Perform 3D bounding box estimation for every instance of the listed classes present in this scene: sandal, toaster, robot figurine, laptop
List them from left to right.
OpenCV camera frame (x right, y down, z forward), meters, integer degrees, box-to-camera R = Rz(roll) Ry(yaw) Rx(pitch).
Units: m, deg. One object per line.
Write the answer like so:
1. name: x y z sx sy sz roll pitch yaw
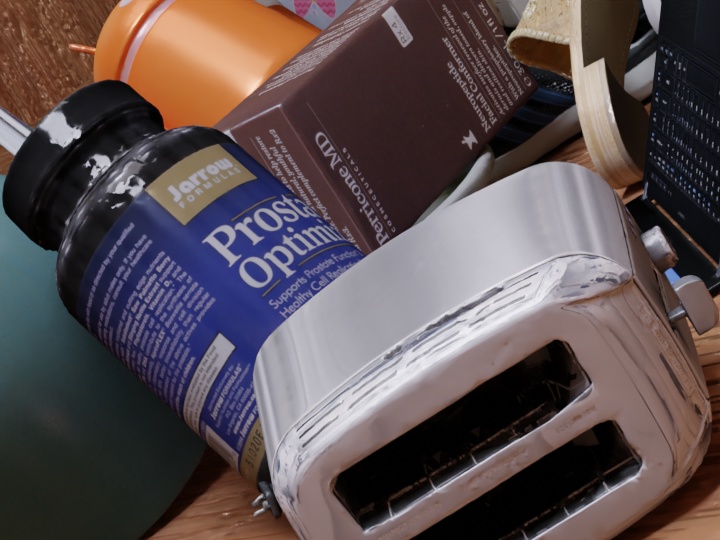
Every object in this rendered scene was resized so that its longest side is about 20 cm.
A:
1. robot figurine: -0.086 -0.112 1.276 0.144 0.199 0.117 -58 -29 -4
2. toaster: 0.038 0.052 0.770 0.199 0.114 0.129 -31 16 6
3. sandal: 0.113 -0.128 1.146 0.069 0.078 0.213 -22 48 25
4. laptop: 0.110 -0.048 0.956 0.102 0.202 0.177 3 14 -6

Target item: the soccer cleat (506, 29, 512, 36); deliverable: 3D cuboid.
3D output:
1. soccer cleat: 0.054 -0.095 1.374 0.065 0.084 0.200 32 78 34

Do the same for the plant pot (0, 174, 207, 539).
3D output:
1. plant pot: -0.197 0.044 1.076 0.200 0.161 0.202 -19 48 23

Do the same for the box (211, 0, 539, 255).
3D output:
1. box: 0.008 -0.086 1.127 0.075 0.100 0.200 -20 20 43

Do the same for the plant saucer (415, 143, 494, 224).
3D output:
1. plant saucer: 0.000 0.000 1.169 0.199 0.050 0.200 -32 14 9

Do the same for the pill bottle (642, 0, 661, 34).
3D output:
1. pill bottle: 0.215 -0.144 1.030 0.113 0.113 0.200 -35 13 -6

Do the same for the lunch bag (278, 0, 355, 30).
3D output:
1. lunch bag: -0.074 -0.141 1.577 0.199 0.170 0.127 -11 29 51

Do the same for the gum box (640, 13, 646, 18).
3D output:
1. gum box: 0.153 -0.212 1.284 0.044 0.170 0.200 -37 13 -19

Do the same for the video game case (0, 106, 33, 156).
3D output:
1. video game case: -0.138 -0.038 1.128 0.018 0.143 0.200 -55 32 -1

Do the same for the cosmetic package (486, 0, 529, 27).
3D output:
1. cosmetic package: 0.066 -0.211 1.284 0.073 0.104 0.200 -35 15 -12

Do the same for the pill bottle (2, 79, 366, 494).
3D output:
1. pill bottle: -0.067 0.006 0.941 0.112 0.200 0.112 -43 -19 -19

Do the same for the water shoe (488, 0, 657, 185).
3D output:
1. water shoe: 0.103 -0.114 1.260 0.199 0.079 0.072 -30 13 17

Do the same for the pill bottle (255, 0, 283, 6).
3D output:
1. pill bottle: -0.074 -0.115 1.415 0.112 0.201 0.112 -31 13 8
